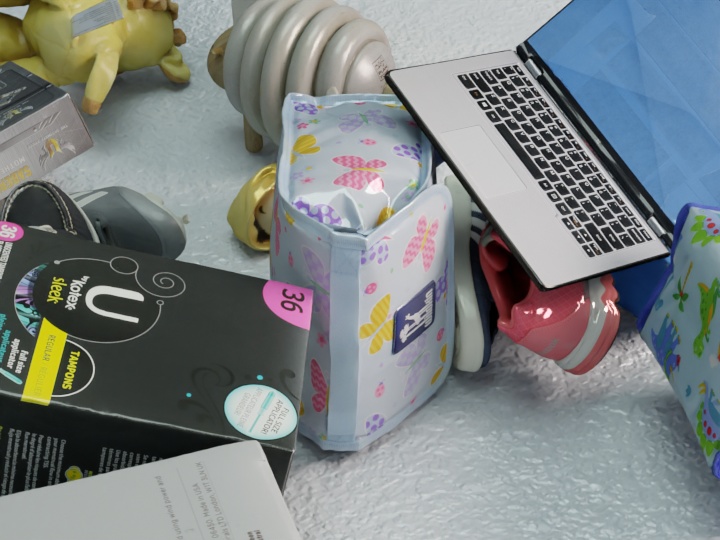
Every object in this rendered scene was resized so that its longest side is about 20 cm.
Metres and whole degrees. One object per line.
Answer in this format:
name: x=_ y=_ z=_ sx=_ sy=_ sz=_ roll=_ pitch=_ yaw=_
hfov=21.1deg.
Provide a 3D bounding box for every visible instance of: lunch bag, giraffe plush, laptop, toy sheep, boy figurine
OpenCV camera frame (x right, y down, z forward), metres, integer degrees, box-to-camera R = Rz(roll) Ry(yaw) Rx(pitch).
lunch bag: x=0.292 y=0.057 z=1.197 sx=0.198 sy=0.128 sz=0.170 roll=8 pitch=30 yaw=-17
giraffe plush: x=-0.233 y=-0.213 z=1.661 sx=0.199 sy=0.174 sz=0.162 roll=4 pitch=10 yaw=31
lunch bag: x=0.000 y=0.000 z=1.274 sx=0.126 sy=0.171 sz=0.200 roll=2 pitch=30 yaw=2
laptop: x=0.157 y=-0.109 z=1.259 sx=0.199 sy=0.116 sz=0.188 roll=-14 pitch=59 yaw=-40
toy sheep: x=-0.037 y=-0.153 z=1.547 sx=0.199 sy=0.139 sz=0.138 roll=13 pitch=36 yaw=24
boy figurine: x=-0.012 y=-0.081 z=1.450 sx=0.199 sy=0.125 sz=0.065 roll=-24 pitch=39 yaw=2

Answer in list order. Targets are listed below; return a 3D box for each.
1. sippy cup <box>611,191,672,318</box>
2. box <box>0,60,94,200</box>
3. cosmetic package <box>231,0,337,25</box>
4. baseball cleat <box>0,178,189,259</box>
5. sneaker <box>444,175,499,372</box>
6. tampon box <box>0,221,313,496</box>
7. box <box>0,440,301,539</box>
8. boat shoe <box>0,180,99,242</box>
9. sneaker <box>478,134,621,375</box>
sippy cup: x=0.227 y=-0.036 z=1.354 sx=0.130 sy=0.140 sz=0.177 roll=-37 pitch=32 yaw=-25
box: x=-0.318 y=-0.082 z=1.473 sx=0.199 sy=0.049 sz=0.158 roll=-32 pitch=27 yaw=-16
cosmetic package: x=-0.066 y=-0.241 z=1.621 sx=0.082 sy=0.201 sz=0.050 roll=-27 pitch=40 yaw=-33
baseball cleat: x=-0.224 y=-0.020 z=1.434 sx=0.199 sy=0.070 sz=0.106 roll=9 pitch=40 yaw=36
sneaker: x=0.100 y=-0.002 z=1.358 sx=0.084 sy=0.075 sz=0.201 roll=5 pitch=37 yaw=-1
tampon box: x=-0.139 y=0.082 z=1.149 sx=0.198 sy=0.127 sz=0.150 roll=11 pitch=38 yaw=-6
box: x=-0.114 y=0.212 z=0.991 sx=0.198 sy=0.132 sz=0.199 roll=-12 pitch=34 yaw=-14
boat shoe: x=-0.221 y=0.005 z=1.335 sx=0.073 sy=0.060 sz=0.201 roll=-17 pitch=51 yaw=8
sneaker: x=0.118 y=-0.030 z=1.298 sx=0.086 sy=0.074 sz=0.201 roll=16 pitch=50 yaw=-30
